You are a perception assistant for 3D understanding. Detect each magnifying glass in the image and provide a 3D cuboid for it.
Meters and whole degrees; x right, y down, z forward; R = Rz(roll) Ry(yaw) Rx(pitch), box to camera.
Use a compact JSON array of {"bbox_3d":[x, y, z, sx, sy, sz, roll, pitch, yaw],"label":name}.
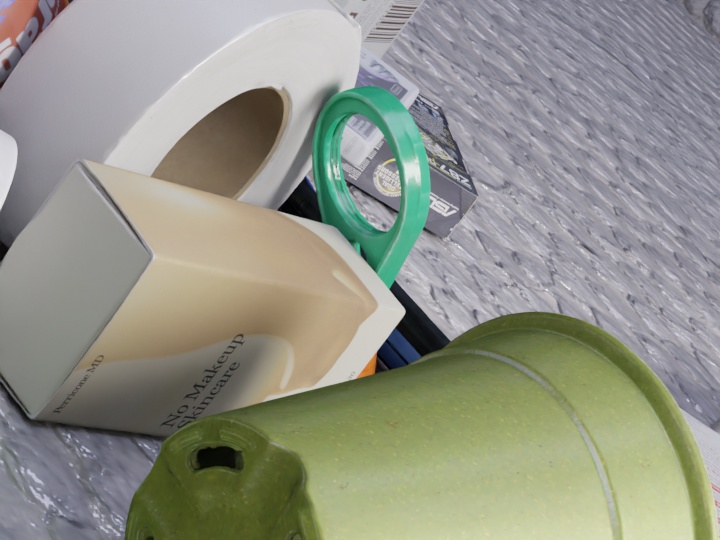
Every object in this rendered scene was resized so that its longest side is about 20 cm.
[{"bbox_3d":[0.000,0.000,1.166,0.022,0.201,0.080,-18,36,-33],"label":"magnifying glass"}]

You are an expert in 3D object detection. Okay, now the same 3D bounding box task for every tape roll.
[{"bbox_3d":[-0.094,-0.072,1.120,0.071,0.203,0.202,44,18,20],"label":"tape roll"}]

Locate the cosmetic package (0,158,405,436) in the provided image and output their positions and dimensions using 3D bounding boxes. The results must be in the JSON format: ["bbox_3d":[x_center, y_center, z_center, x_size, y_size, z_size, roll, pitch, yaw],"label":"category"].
[{"bbox_3d":[-0.080,0.022,1.078,0.200,0.105,0.071,11,32,-54],"label":"cosmetic package"}]

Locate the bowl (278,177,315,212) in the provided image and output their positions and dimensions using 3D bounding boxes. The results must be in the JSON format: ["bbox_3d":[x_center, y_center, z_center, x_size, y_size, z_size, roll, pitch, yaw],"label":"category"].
[{"bbox_3d":[-0.107,-0.073,1.374,0.200,0.039,0.201,35,18,-13],"label":"bowl"}]

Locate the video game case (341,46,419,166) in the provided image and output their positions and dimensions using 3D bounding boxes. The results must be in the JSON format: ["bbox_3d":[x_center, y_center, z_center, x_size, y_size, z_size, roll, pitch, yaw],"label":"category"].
[{"bbox_3d":[-0.050,-0.155,1.577,0.182,0.023,0.200,37,19,0],"label":"video game case"}]

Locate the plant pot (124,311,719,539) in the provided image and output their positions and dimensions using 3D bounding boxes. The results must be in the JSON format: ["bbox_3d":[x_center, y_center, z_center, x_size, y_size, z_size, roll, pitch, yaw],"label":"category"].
[{"bbox_3d":[0.010,0.118,0.926,0.190,0.200,0.200,0,39,-44],"label":"plant pot"}]

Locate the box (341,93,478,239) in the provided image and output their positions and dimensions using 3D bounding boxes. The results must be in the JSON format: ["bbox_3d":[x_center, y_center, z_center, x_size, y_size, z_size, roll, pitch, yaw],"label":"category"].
[{"bbox_3d":[-0.014,-0.121,1.669,0.200,0.049,0.161,30,18,-24],"label":"box"}]

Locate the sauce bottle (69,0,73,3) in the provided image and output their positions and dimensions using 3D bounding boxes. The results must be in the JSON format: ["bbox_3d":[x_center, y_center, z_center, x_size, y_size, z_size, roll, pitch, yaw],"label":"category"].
[{"bbox_3d":[-0.114,-0.117,1.295,0.200,0.065,0.065,32,18,-18],"label":"sauce bottle"}]

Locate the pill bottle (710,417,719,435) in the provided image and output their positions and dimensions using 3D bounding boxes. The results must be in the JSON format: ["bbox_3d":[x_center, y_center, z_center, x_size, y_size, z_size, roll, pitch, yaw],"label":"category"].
[{"bbox_3d":[0.312,0.130,1.583,0.116,0.116,0.200,43,17,13],"label":"pill bottle"}]

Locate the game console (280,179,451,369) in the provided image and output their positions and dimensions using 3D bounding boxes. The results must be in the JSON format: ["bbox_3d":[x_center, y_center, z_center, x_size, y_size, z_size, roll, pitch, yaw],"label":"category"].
[{"bbox_3d":[0.029,0.044,1.261,0.200,0.031,0.177,47,-3,28],"label":"game console"}]

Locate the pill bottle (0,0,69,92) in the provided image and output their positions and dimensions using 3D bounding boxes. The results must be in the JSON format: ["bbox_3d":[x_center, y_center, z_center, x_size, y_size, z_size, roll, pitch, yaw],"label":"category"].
[{"bbox_3d":[-0.198,-0.123,1.087,0.112,0.112,0.200,46,-11,23],"label":"pill bottle"}]

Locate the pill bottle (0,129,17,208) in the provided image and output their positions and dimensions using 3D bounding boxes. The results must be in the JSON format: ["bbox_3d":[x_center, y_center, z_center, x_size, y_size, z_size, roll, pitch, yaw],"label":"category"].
[{"bbox_3d":[-0.249,-0.071,0.954,0.200,0.109,0.109,30,19,-25],"label":"pill bottle"}]

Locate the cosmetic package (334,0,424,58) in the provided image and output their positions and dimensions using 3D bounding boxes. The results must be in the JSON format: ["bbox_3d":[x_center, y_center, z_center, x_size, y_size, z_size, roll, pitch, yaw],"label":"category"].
[{"bbox_3d":[-0.045,-0.281,1.820,0.200,0.165,0.165,42,18,14],"label":"cosmetic package"}]

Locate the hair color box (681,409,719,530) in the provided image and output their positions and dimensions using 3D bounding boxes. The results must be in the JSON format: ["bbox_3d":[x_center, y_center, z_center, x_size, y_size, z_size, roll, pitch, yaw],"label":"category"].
[{"bbox_3d":[0.188,0.145,1.381,0.111,0.064,0.200,34,16,-18],"label":"hair color box"}]
